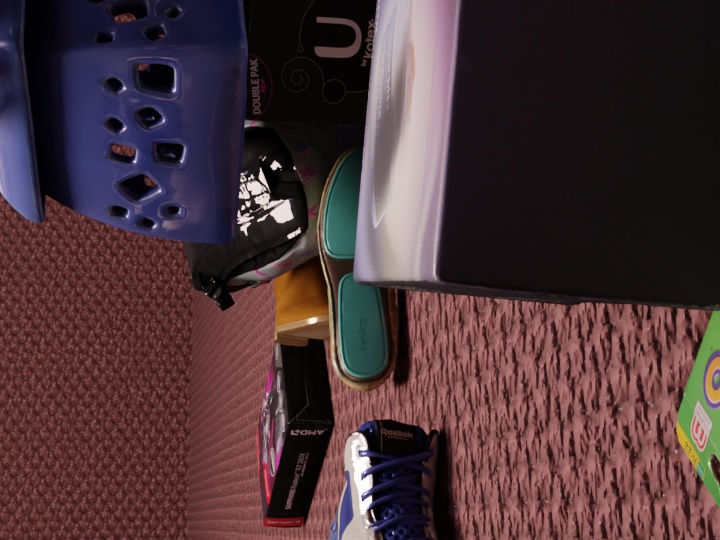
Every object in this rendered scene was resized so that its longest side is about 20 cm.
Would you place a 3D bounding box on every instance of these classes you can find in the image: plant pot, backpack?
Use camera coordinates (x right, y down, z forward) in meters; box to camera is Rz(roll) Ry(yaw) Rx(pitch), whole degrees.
[{"bbox_3d":[-0.183,-0.153,0.882,0.201,0.178,0.201,102,162,-49],"label":"plant pot"},{"bbox_3d":[-0.083,-0.072,1.065,0.199,0.126,0.168,-18,97,50],"label":"backpack"}]

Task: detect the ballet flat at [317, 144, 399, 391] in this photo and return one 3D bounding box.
[{"bbox_3d":[0.000,0.000,0.973,0.071,0.070,0.202,132,138,-70],"label":"ballet flat"}]

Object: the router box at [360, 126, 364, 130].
[{"bbox_3d":[-0.011,-0.231,1.083,0.200,0.048,0.181,126,144,-68],"label":"router box"}]

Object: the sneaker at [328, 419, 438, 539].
[{"bbox_3d":[0.018,0.169,0.815,0.200,0.080,0.116,-120,32,-69],"label":"sneaker"}]

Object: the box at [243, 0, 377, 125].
[{"bbox_3d":[-0.017,-0.216,0.881,0.124,0.147,0.202,-125,38,-70],"label":"box"}]

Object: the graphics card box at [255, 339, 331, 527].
[{"bbox_3d":[-0.076,0.175,1.298,0.201,0.050,0.126,107,161,-46],"label":"graphics card box"}]

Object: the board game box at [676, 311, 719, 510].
[{"bbox_3d":[0.152,0.003,0.376,0.096,0.030,0.201,-106,25,-57],"label":"board game box"}]

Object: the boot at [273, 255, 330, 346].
[{"bbox_3d":[-0.045,-0.005,1.155,0.201,0.070,0.146,160,118,-71],"label":"boot"}]

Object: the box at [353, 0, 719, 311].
[{"bbox_3d":[0.072,-0.089,0.479,0.198,0.122,0.202,173,102,-81],"label":"box"}]
